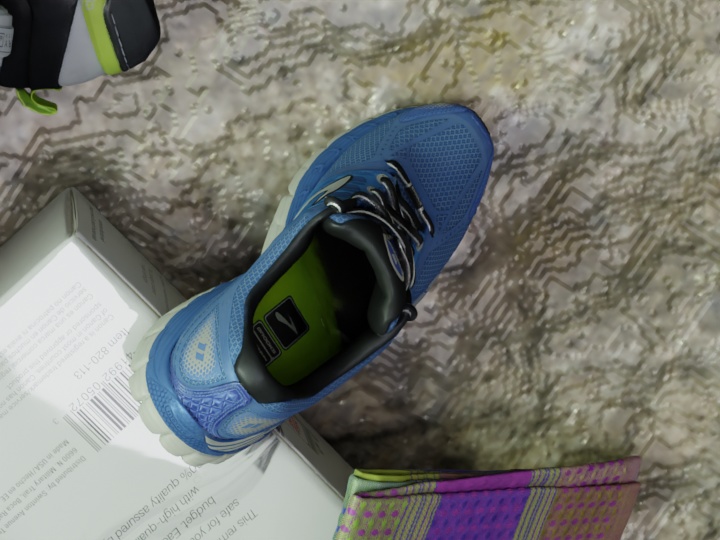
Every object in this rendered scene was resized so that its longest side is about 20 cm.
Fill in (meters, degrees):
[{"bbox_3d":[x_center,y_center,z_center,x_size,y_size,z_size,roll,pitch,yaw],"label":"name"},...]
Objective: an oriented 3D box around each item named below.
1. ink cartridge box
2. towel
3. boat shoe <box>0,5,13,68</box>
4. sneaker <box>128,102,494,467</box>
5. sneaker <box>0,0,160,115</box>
[{"bbox_3d":[-0.103,0.090,1.010,0.147,0.083,0.200,-42,107,6],"label":"ink cartridge box"},{"bbox_3d":[0.039,0.143,1.016,0.200,0.023,0.144,1,114,-48],"label":"towel"},{"bbox_3d":[-0.227,-0.095,0.876,0.200,0.072,0.062,18,94,-5],"label":"boat shoe"},{"bbox_3d":[0.000,0.000,0.959,0.079,0.089,0.200,52,53,-15],"label":"sneaker"},{"bbox_3d":[-0.145,-0.154,0.941,0.083,0.072,0.200,-20,107,2],"label":"sneaker"}]
